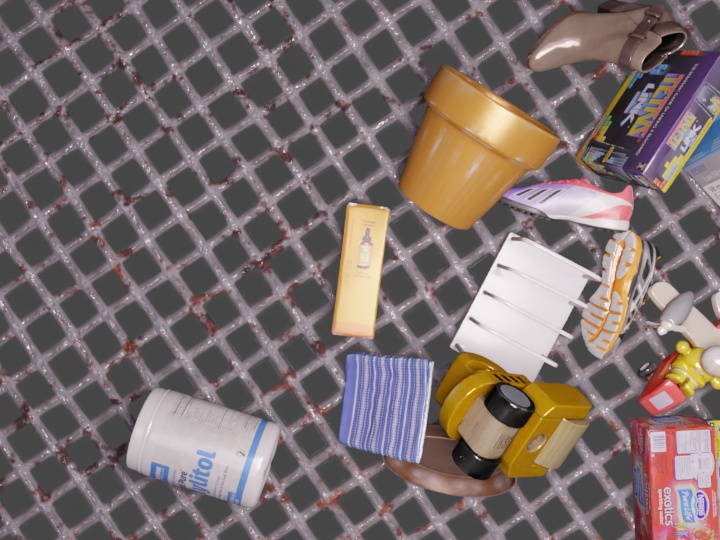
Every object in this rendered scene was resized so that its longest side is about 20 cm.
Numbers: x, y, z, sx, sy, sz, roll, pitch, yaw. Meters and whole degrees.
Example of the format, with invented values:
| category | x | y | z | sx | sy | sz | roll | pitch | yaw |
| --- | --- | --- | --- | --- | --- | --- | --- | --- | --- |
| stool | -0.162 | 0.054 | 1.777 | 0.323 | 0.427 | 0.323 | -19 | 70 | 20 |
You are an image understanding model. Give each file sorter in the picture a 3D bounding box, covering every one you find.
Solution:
| category | x | y | z | sx | sy | sz | roll | pitch | yaw |
| --- | --- | --- | --- | --- | --- | --- | --- | --- | --- |
| file sorter | 0.245 | 0.063 | 1.236 | 0.139 | 0.125 | 0.200 | 27 | 91 | -1 |

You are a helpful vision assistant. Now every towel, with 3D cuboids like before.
| category | x | y | z | sx | sy | sz | roll | pitch | yaw |
| --- | --- | --- | --- | --- | --- | --- | --- | --- | --- |
| towel | 0.030 | 0.194 | 1.218 | 0.024 | 0.200 | 0.145 | 12 | 81 | -32 |

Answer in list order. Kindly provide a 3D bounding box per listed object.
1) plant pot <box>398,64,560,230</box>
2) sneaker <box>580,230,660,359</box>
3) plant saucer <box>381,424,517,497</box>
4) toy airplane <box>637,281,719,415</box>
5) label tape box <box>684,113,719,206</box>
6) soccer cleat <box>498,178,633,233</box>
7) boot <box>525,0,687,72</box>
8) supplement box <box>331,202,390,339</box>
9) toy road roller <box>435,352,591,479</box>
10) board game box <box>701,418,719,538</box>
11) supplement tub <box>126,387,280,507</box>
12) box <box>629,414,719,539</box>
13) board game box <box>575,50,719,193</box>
| category | x | y | z | sx | sy | sz | roll | pitch | yaw |
| --- | --- | --- | --- | --- | --- | --- | --- | --- | --- |
| plant pot | 0.154 | -0.167 | 1.215 | 0.200 | 0.200 | 0.183 | 32 | 107 | 0 |
| sneaker | 0.399 | 0.042 | 1.267 | 0.077 | 0.078 | 0.200 | 10 | 104 | -30 |
| plant saucer | 0.132 | 0.279 | 1.238 | 0.200 | 0.200 | 0.035 | 16 | 56 | 1 |
| toy airplane | 0.517 | 0.121 | 1.231 | 0.200 | 0.141 | 0.199 | 4 | 90 | 2 |
| label tape box | 0.550 | -0.164 | 1.216 | 0.063 | 0.144 | 0.200 | -42 | 90 | -18 |
| soccer cleat | 0.304 | -0.108 | 1.252 | 0.200 | 0.068 | 0.073 | 13 | 97 | 16 |
| boot | 0.363 | -0.327 | 1.222 | 0.200 | 0.070 | 0.146 | -36 | 48 | -4 |
| supplement box | 0.000 | 0.000 | 1.275 | 0.066 | 0.069 | 0.200 | 8 | 93 | 0 |
| toy road roller | 0.193 | 0.186 | 1.128 | 0.200 | 0.146 | 0.123 | 11 | 117 | -37 |
| board game box | 0.621 | 0.317 | 1.275 | 0.200 | 0.062 | 0.200 | -3 | 91 | 0 |
| supplement tub | -0.232 | 0.264 | 1.254 | 0.200 | 0.132 | 0.132 | 16 | 92 | 0 |
| box | 0.471 | 0.325 | 1.260 | 0.100 | 0.095 | 0.200 | -4 | 92 | 2 |
| board game box | 0.425 | -0.221 | 1.209 | 0.057 | 0.165 | 0.200 | 32 | 92 | -23 |
